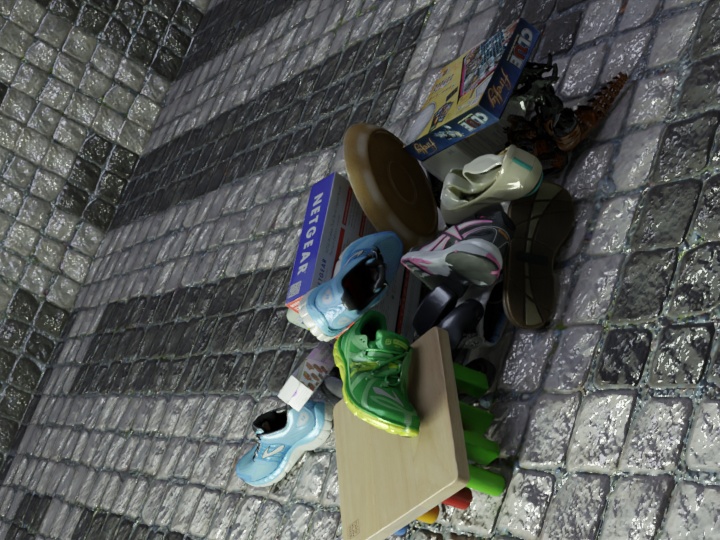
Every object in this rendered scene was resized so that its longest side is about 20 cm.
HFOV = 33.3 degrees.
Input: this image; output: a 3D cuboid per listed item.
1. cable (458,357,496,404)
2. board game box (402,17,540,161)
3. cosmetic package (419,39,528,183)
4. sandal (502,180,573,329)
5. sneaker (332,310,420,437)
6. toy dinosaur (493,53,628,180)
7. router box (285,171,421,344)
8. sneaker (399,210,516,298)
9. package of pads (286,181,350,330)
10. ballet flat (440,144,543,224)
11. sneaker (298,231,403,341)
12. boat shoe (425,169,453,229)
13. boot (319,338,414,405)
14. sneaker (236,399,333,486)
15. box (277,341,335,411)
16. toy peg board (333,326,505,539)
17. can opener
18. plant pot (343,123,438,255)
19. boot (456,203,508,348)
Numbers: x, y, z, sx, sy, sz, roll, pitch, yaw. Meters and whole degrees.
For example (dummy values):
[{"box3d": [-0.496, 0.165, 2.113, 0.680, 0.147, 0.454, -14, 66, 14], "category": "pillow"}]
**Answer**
[{"box3d": [0.094, 0.188, 1.475, 0.200, 0.050, 0.097, -50, 27, 1], "category": "cable"}, {"box3d": [0.136, -0.223, 1.509, 0.136, 0.035, 0.200, -64, 17, -20], "category": "board game box"}, {"box3d": [0.162, -0.204, 1.639, 0.073, 0.103, 0.201, -29, 32, 49], "category": "cosmetic package"}, {"box3d": [0.203, -0.018, 1.439, 0.054, 0.080, 0.201, 120, 164, -65], "category": "sandal"}, {"box3d": [0.021, 0.112, 1.360, 0.084, 0.074, 0.200, -59, 31, 21], "category": "sneaker"}, {"box3d": [0.233, -0.189, 1.496, 0.200, 0.136, 0.102, -39, 22, -9], "category": "toy dinosaur"}, {"box3d": [0.000, 0.000, 1.563, 0.049, 0.179, 0.201, -27, 39, 40], "category": "router box"}, {"box3d": [0.126, -0.023, 1.443, 0.086, 0.080, 0.200, -54, 20, -20], "category": "sneaker"}, {"box3d": [-0.033, -0.016, 1.715, 0.154, 0.068, 0.201, 142, 149, -71], "category": "package of pads"}, {"box3d": [0.141, -0.107, 1.464, 0.200, 0.069, 0.070, -23, 45, 56], "category": "ballet flat"}, {"box3d": [0.010, 0.011, 1.457, 0.090, 0.078, 0.200, -30, 14, 40], "category": "sneaker"}, {"box3d": [0.126, -0.113, 1.692, 0.069, 0.056, 0.200, -50, 27, 25], "category": "boat shoe"}, {"box3d": [0.030, 0.146, 1.618, 0.132, 0.070, 0.200, -57, 31, -6], "category": "boot"}, {"box3d": [-0.127, 0.240, 1.758, 0.200, 0.090, 0.079, -45, 30, 32], "category": "sneaker"}, {"box3d": [-0.070, 0.147, 1.722, 0.042, 0.039, 0.200, -53, -2, 17], "category": "box"}, {"box3d": [0.071, 0.208, 1.386, 0.199, 0.098, 0.201, -42, 38, 36], "category": "toy peg board"}, {"box3d": [0.091, 0.105, 1.460, 0.079, 0.063, 0.200, 51, 134, 32], "category": "can opener"}, {"box3d": [0.048, -0.113, 1.609, 0.027, 0.200, 0.201, -28, 38, 27], "category": "plant pot"}, {"box3d": [0.163, 0.003, 1.497, 0.095, 0.073, 0.201, -1, 72, 56], "category": "boot"}]
